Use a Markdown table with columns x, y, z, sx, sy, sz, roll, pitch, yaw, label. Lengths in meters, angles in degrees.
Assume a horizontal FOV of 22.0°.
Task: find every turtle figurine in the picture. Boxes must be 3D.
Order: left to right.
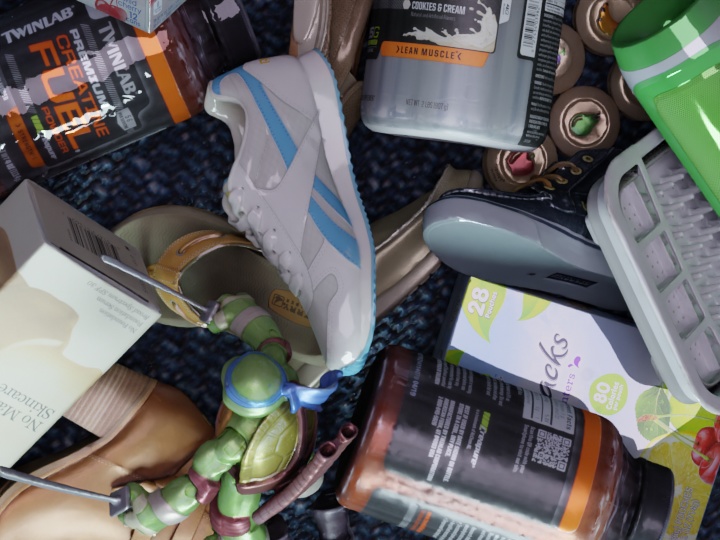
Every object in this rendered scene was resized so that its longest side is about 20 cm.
| x | y | z | sx | sy | sz | roll | pitch | yaw | label |
| --- | --- | --- | --- | --- | --- | --- | --- | --- | --- |
| -0.097 | 0.093 | 1.123 | 0.198 | 0.195 | 0.145 | -7 | 55 | 3 | turtle figurine |

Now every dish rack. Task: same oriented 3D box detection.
| x | y | z | sx | sy | sz | roll | pitch | yaw | label |
| --- | --- | --- | --- | --- | --- | --- | --- | --- | --- |
| 0.219 | -0.014 | 1.191 | 0.200 | 0.043 | 0.173 | -35 | 101 | -45 | dish rack |

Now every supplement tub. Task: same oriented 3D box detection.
| x | y | z | sx | sy | sz | roll | pitch | yaw | label |
| --- | --- | --- | --- | --- | --- | --- | --- | --- | --- |
| -0.166 | -0.129 | 1.165 | 0.198 | 0.107 | 0.108 | -24 | 96 | -2 | supplement tub |
| 0.070 | -0.180 | 1.161 | 0.121 | 0.123 | 0.202 | 7 | 93 | -4 | supplement tub |
| 0.090 | 0.125 | 1.144 | 0.198 | 0.107 | 0.108 | 20 | 93 | -3 | supplement tub |

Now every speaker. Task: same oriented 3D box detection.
| x | y | z | sx | sy | sz | roll | pitch | yaw | label |
| --- | --- | --- | --- | --- | --- | --- | --- | --- | --- |
| 0.239 | -0.083 | 1.143 | 0.088 | 0.088 | 0.200 | -39 | 109 | 0 | speaker |

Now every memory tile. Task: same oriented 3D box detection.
| x | y | z | sx | sy | sz | roll | pitch | yaw | label |
| --- | --- | --- | --- | --- | --- | --- | --- | --- | --- |
| 0.114 | -0.164 | 1.235 | 0.152 | 0.017 | 0.201 | -30 | 95 | -1 | memory tile |

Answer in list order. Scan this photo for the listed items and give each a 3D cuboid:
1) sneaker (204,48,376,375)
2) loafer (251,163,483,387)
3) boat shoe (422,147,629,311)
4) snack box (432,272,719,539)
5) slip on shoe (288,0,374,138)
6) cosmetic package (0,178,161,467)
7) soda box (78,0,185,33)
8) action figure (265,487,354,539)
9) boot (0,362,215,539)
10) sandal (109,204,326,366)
| x | y | z | sx | sy | sz | roll | pitch | yaw | label |
| --- | --- | --- | --- | --- | --- | --- | --- | --- | --- |
| -0.040 | -0.031 | 1.119 | 0.080 | 0.077 | 0.202 | -12 | 76 | -12 | sneaker |
| 0.000 | 0.000 | 1.209 | 0.068 | 0.076 | 0.200 | 43 | 93 | -2 | loafer |
| 0.119 | -0.039 | 1.186 | 0.199 | 0.071 | 0.092 | 17 | 64 | -36 | boat shoe |
| 0.137 | 0.108 | 1.232 | 0.198 | 0.068 | 0.170 | 16 | 94 | -3 | snack box |
| -0.021 | -0.115 | 1.203 | 0.060 | 0.076 | 0.202 | 6 | 86 | -1 | slip on shoe |
| -0.231 | 0.052 | 1.158 | 0.200 | 0.071 | 0.105 | -45 | 129 | 15 | cosmetic package |
| -0.100 | -0.230 | 1.126 | 0.069 | 0.064 | 0.200 | 24 | 48 | 16 | soda box |
| -0.015 | 0.254 | 1.235 | 0.129 | 0.069 | 0.202 | -14 | 99 | -10 | action figure |
| -0.165 | 0.169 | 1.215 | 0.154 | 0.074 | 0.201 | 33 | 94 | -10 | boot |
| -0.089 | 0.010 | 1.183 | 0.198 | 0.054 | 0.081 | 19 | 99 | 24 | sandal |
